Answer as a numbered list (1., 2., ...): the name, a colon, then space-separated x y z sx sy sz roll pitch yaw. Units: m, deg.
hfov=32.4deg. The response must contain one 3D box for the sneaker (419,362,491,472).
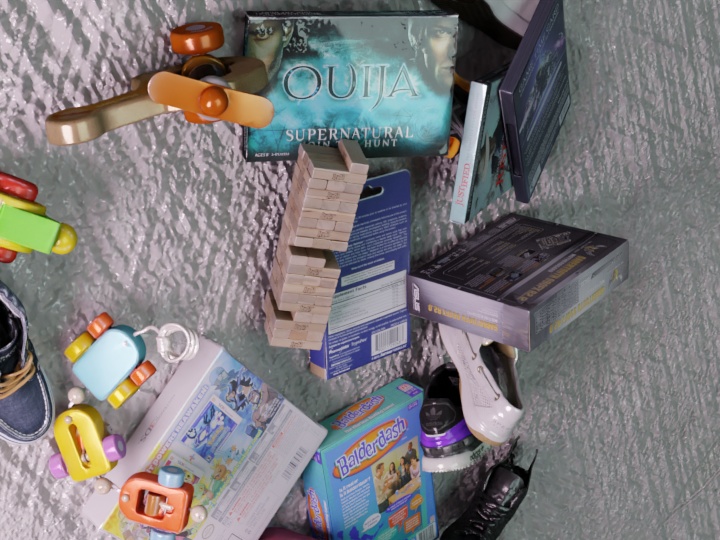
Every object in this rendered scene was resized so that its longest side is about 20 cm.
1. sneaker: 0.116 0.146 1.372 0.200 0.069 0.101 -28 108 -66

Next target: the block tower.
1. block tower: -0.046 -0.024 1.166 0.057 0.054 0.202 6 119 -20

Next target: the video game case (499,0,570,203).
1. video game case: 0.188 -0.184 1.313 0.144 0.019 0.201 -64 157 -23

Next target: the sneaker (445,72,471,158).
1. sneaker: 0.059 -0.172 1.234 0.199 0.078 0.078 22 96 -45

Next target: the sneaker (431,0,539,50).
1. sneaker: 0.127 -0.297 1.260 0.199 0.072 0.086 20 83 -52

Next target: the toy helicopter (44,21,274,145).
1. toy helicopter: -0.160 -0.137 1.010 0.199 0.132 0.080 -25 121 -33

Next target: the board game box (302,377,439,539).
1. board game box: 0.012 0.240 1.361 0.151 0.045 0.202 -25 121 -33

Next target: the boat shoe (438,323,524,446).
1. boat shoe: 0.137 0.087 1.321 0.070 0.202 0.069 16 132 -32

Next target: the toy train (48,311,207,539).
1. toy train: -0.195 0.134 1.092 0.056 0.148 0.203 -41 138 -76

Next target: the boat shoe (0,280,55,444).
1. boat shoe: -0.292 0.076 0.998 0.071 0.090 0.202 -39 128 -24

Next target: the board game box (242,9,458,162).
1. board game box: -0.010 -0.171 1.143 0.197 0.028 0.137 -4 114 -14

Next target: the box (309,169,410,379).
1. box: 0.000 0.000 1.271 0.120 0.032 0.203 -17 118 -37

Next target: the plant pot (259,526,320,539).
1. plant pot: -0.053 0.355 1.253 0.198 0.178 0.203 -16 115 -36

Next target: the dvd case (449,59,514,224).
1. dvd case: 0.147 -0.144 1.294 0.200 0.022 0.148 -33 136 -58

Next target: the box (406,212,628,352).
1. box: 0.170 0.007 1.320 0.199 0.157 0.049 -31 126 -42

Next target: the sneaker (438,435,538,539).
1. sneaker: 0.154 0.276 1.462 0.199 0.060 0.105 -27 144 -64

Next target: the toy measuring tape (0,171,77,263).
1. toy measuring tape: -0.317 -0.055 0.964 0.198 0.073 0.074 20 92 -21

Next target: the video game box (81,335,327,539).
1. video game box: -0.146 0.193 1.203 0.201 0.047 0.182 -56 135 -11
